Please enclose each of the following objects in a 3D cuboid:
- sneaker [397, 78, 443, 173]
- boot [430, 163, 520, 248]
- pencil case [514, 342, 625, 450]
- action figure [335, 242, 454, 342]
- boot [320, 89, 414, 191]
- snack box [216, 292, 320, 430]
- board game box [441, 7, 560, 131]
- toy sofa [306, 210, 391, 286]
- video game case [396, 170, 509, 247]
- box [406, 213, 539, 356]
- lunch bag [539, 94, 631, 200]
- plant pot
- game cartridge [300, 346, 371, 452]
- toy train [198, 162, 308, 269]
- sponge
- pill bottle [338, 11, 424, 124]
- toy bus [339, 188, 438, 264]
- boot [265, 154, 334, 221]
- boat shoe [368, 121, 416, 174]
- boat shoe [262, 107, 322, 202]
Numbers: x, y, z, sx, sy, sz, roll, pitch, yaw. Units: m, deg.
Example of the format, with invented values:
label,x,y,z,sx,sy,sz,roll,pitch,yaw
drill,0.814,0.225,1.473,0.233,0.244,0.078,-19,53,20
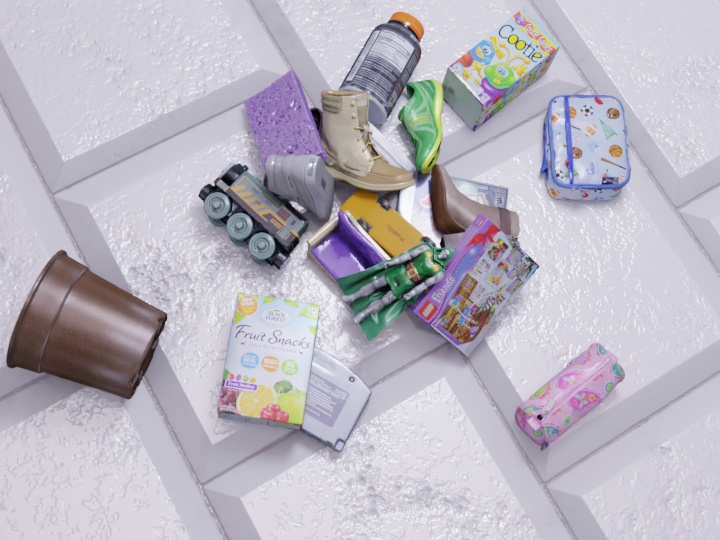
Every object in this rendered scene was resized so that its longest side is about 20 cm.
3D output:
label,x,y,z,sx,sy,sz,roll,pitch,yaw
sneaker,0.108,-0.261,1.787,0.082,0.074,0.202,4,60,-2
boot,0.206,-0.094,1.722,0.144,0.070,0.203,-2,72,-12
pencil case,0.350,0.210,1.643,0.199,0.088,0.088,-35,78,-16
action figure,0.066,0.015,1.599,0.199,0.055,0.119,-32,86,8
boot,0.009,-0.226,1.686,0.198,0.157,0.072,18,23,32
snack box,-0.149,0.148,1.595,0.140,0.053,0.203,10,70,-3
board game box,0.258,-0.372,1.818,0.199,0.105,0.103,-40,80,-15
toy sofa,0.000,0.000,1.673,0.083,0.098,0.200,-40,80,-17
video game case,0.159,-0.083,1.755,0.197,0.023,0.185,11,71,-2
box,0.191,0.026,1.650,0.137,0.039,0.201,39,91,-24
lunch bag,0.410,-0.224,1.800,0.158,0.076,0.203,2,70,-2
plant pot,-0.426,0.100,1.557,0.196,0.200,0.202,24,71,-5
game cartridge,-0.088,0.197,1.631,0.198,0.041,0.134,29,75,4
toy train,-0.183,-0.095,1.688,0.200,0.085,0.114,41,80,6
sponge,-0.135,-0.251,1.732,0.111,0.030,0.202,-29,58,14
pill bottle,0.046,-0.378,1.799,0.105,0.106,0.201,27,71,4
toy bus,0.053,-0.059,1.686,0.065,0.078,0.200,-44,69,-10
boot,-0.103,-0.146,1.666,0.094,0.200,0.074,9,70,11
boat shoe,0.010,-0.224,1.761,0.065,0.074,0.200,-46,70,-2
boat shoe,-0.119,-0.205,1.747,0.072,0.063,0.202,26,72,1
